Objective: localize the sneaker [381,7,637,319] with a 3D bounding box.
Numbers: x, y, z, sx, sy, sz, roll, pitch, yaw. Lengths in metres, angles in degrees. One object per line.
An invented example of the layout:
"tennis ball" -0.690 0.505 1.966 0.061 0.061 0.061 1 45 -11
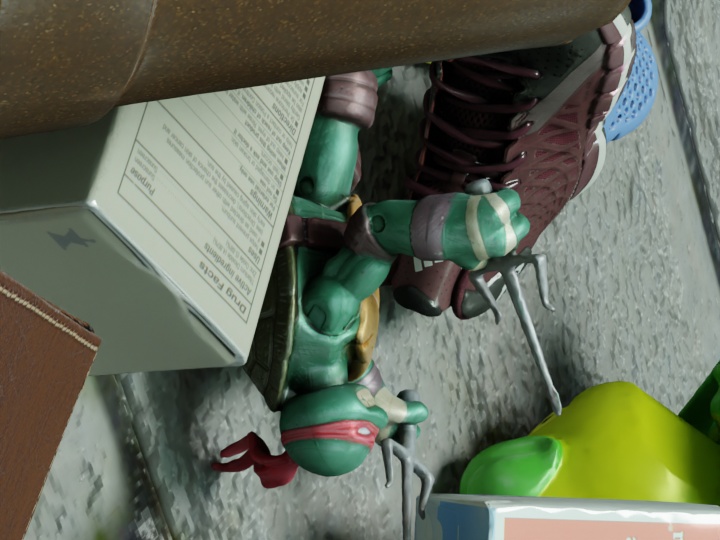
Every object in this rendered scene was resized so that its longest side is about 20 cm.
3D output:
"sneaker" 0.048 -0.041 0.936 0.116 0.076 0.200 -58 161 -18

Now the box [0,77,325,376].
"box" -0.065 -0.074 0.794 0.095 0.078 0.200 50 45 -44

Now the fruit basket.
"fruit basket" 0.140 0.088 1.052 0.216 0.215 0.156 57 34 -38

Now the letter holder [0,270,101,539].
"letter holder" -0.145 0.082 0.510 0.142 0.100 0.200 68 42 -82

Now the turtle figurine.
"turtle figurine" 0.000 0.000 0.857 0.101 0.150 0.200 4 67 -22

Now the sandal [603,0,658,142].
"sandal" 0.085 -0.101 1.045 0.200 0.087 0.080 20 66 -59

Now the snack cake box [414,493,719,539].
"snack cake box" 0.078 0.184 0.907 0.115 0.067 0.200 4 86 -22

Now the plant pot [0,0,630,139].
"plant pot" -0.032 -0.131 0.666 0.198 0.200 0.201 -4 88 -22
